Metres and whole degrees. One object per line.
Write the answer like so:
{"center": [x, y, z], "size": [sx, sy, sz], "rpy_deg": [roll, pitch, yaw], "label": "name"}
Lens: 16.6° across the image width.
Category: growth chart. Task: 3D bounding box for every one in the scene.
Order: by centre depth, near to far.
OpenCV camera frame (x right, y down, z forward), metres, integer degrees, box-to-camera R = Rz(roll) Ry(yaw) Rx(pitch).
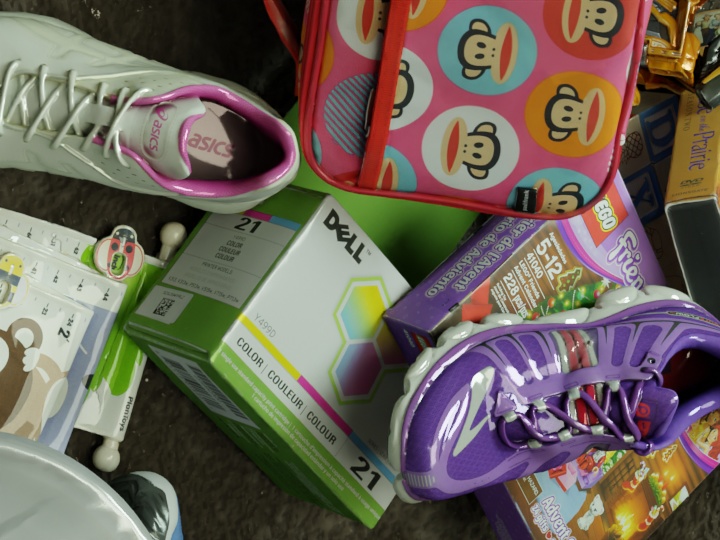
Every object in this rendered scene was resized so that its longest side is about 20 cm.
{"center": [-0.178, 0.032, 1.145], "size": [0.200, 0.018, 0.145], "rpy_deg": [12, 90, -38], "label": "growth chart"}

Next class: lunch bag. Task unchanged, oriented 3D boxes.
{"center": [0.043, -0.129, 1.113], "size": [0.175, 0.082, 0.201], "rpy_deg": [9, 117, 0], "label": "lunch bag"}

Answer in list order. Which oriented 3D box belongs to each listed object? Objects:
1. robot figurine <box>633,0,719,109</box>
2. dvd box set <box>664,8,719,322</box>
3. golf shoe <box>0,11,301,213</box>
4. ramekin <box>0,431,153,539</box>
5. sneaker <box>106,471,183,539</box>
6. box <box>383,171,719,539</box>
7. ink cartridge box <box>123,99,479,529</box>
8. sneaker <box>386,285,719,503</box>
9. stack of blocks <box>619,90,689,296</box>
{"center": [0.152, -0.179, 1.279], "size": [0.058, 0.145, 0.201], "rpy_deg": [41, 61, -66], "label": "robot figurine"}
{"center": [0.200, -0.030, 1.311], "size": [0.200, 0.029, 0.147], "rpy_deg": [-71, 147, -55], "label": "dvd box set"}
{"center": [-0.118, -0.073, 1.114], "size": [0.199, 0.091, 0.076], "rpy_deg": [10, 91, -19], "label": "golf shoe"}
{"center": [-0.179, 0.161, 1.087], "size": [0.202, 0.094, 0.203], "rpy_deg": [-1, 99, -9], "label": "ramekin"}
{"center": [-0.103, 0.189, 1.198], "size": [0.077, 0.076, 0.201], "rpy_deg": [-11, 113, -39], "label": "sneaker"}
{"center": [0.106, 0.057, 1.248], "size": [0.137, 0.039, 0.200], "rpy_deg": [-43, 125, -22], "label": "box"}
{"center": [0.000, 0.000, 1.221], "size": [0.200, 0.076, 0.148], "rpy_deg": [-54, 129, -16], "label": "ink cartridge box"}
{"center": [0.102, 0.058, 1.162], "size": [0.200, 0.083, 0.081], "rpy_deg": [-20, 116, -27], "label": "sneaker"}
{"center": [0.138, 0.016, 1.337], "size": [0.115, 0.059, 0.201], "rpy_deg": [-29, 112, -28], "label": "stack of blocks"}
